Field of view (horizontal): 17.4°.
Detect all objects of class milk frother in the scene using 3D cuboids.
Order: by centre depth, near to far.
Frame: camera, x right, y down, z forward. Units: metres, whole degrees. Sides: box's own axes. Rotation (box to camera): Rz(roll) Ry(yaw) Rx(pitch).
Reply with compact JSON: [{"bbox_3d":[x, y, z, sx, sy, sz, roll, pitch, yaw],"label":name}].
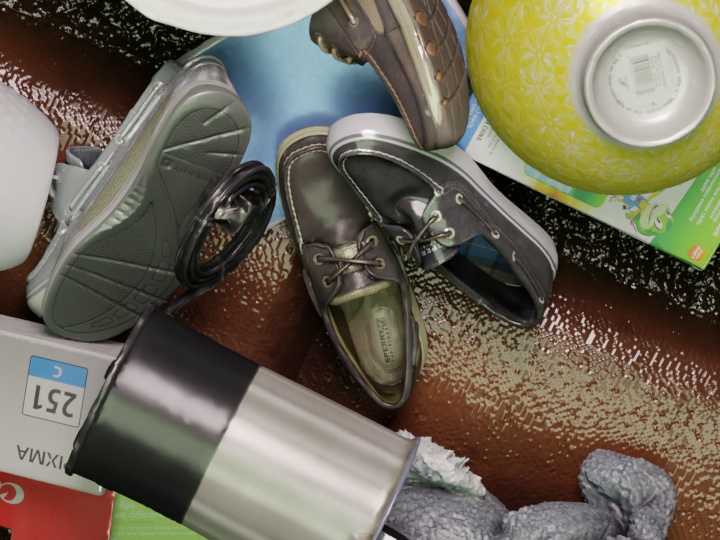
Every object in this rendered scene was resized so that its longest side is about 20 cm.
[{"bbox_3d":[-0.049,0.066,1.434,0.188,0.181,0.200,27,121,-1],"label":"milk frother"}]

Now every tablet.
[{"bbox_3d":[-0.022,-0.123,1.539,0.200,0.014,0.130,-31,107,10],"label":"tablet"}]

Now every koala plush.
[{"bbox_3d":[0.089,0.198,1.586,0.199,0.184,0.178,23,109,5],"label":"koala plush"}]

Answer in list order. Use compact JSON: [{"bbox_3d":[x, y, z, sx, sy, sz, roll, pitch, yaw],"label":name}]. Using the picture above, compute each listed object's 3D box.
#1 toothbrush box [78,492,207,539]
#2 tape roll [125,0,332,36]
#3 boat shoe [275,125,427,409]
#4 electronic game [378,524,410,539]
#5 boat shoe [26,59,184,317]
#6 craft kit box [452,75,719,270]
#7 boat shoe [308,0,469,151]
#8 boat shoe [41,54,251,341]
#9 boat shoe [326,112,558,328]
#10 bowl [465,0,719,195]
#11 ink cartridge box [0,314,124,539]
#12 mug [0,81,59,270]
[{"bbox_3d":[-0.113,0.187,1.616,0.145,0.086,0.201,-2,111,1],"label":"toothbrush box"},{"bbox_3d":[-0.077,-0.242,1.383,0.202,0.071,0.203,-1,109,-3],"label":"tape roll"},{"bbox_3d":[0.000,0.000,1.549,0.073,0.065,0.200,-22,115,6],"label":"boat shoe"},{"bbox_3d":[-0.021,0.248,1.556,0.199,0.042,0.201,6,112,15],"label":"electronic game"},{"bbox_3d":[-0.163,-0.056,1.538,0.071,0.070,0.201,43,110,0],"label":"boat shoe"},{"bbox_3d":[0.183,-0.129,1.513,0.197,0.049,0.200,26,107,-10],"label":"craft kit box"},{"bbox_3d":[0.008,-0.162,1.475,0.073,0.074,0.201,-25,78,22],"label":"boat shoe"},{"bbox_3d":[-0.136,-0.042,1.475,0.074,0.065,0.202,21,116,-24],"label":"boat shoe"},{"bbox_3d":[0.053,-0.026,1.514,0.070,0.066,0.200,-23,134,33],"label":"boat shoe"},{"bbox_3d":[0.168,-0.129,1.434,0.199,0.108,0.201,-1,110,-3],"label":"bowl"},{"bbox_3d":[-0.253,0.116,1.541,0.199,0.045,0.177,12,102,11],"label":"ink cartridge box"},{"bbox_3d":[-0.294,-0.054,1.510,0.175,0.148,0.200,15,140,-13],"label":"mug"}]
